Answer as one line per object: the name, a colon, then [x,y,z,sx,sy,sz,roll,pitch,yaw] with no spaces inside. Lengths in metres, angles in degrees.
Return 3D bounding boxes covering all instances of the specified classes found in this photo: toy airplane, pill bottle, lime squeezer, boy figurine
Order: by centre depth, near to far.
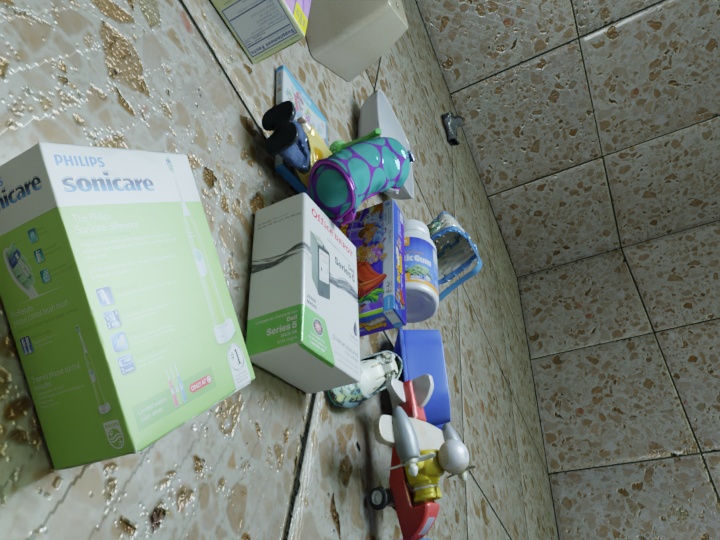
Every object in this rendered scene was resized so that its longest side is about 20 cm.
toy airplane: [0.095,0.253,0.768,0.199,0.138,0.205,-39,116,-51]
boy figurine: [-0.067,-0.162,0.788,0.199,0.063,0.128,30,46,-57]
lime squeezer: [-0.028,-0.200,0.918,0.039,0.069,0.200,67,-21,7]
pill bottle: [0.104,-0.006,1.083,0.113,0.109,0.204,54,29,-40]

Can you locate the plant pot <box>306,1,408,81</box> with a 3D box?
plant pot: [-0.011,-0.543,1.082,0.199,0.172,0.207,-11,85,-69]

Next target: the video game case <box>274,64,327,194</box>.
video game case: [-0.093,-0.211,0.862,0.143,0.017,0.206,41,39,-53]

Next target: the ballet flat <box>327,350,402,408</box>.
ballet flat: [0.016,0.158,0.811,0.199,0.072,0.077,-5,79,-68]

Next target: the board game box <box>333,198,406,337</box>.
board game box: [0.000,0.000,0.792,0.045,0.131,0.205,49,32,-44]

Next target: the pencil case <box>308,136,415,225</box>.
pencil case: [0.004,-0.137,0.772,0.094,0.084,0.199,59,37,-4]

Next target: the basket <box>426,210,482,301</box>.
basket: [0.193,-0.024,1.251,0.138,0.175,0.204,34,28,-36]

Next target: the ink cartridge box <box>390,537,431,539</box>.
ink cartridge box: [0.040,0.436,0.675,0.199,0.074,0.141,30,48,-58]

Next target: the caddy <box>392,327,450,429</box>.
caddy: [0.100,0.202,0.948,0.143,0.101,0.206,83,3,-61]

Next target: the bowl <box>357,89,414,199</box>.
bowl: [0.053,-0.273,1.191,0.200,0.073,0.205,47,34,-48]

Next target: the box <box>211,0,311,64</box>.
box: [-0.159,-0.447,0.757,0.201,0.094,0.180,53,29,-43]

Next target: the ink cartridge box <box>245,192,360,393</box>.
ink cartridge box: [-0.068,0.031,0.670,0.145,0.082,0.206,44,36,-51]

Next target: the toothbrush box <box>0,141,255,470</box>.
toothbrush box: [-0.178,0.018,0.406,0.145,0.084,0.207,-23,97,-68]

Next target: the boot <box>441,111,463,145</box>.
boot: [0.416,-0.620,2.351,0.198,0.068,0.136,-12,89,-58]
